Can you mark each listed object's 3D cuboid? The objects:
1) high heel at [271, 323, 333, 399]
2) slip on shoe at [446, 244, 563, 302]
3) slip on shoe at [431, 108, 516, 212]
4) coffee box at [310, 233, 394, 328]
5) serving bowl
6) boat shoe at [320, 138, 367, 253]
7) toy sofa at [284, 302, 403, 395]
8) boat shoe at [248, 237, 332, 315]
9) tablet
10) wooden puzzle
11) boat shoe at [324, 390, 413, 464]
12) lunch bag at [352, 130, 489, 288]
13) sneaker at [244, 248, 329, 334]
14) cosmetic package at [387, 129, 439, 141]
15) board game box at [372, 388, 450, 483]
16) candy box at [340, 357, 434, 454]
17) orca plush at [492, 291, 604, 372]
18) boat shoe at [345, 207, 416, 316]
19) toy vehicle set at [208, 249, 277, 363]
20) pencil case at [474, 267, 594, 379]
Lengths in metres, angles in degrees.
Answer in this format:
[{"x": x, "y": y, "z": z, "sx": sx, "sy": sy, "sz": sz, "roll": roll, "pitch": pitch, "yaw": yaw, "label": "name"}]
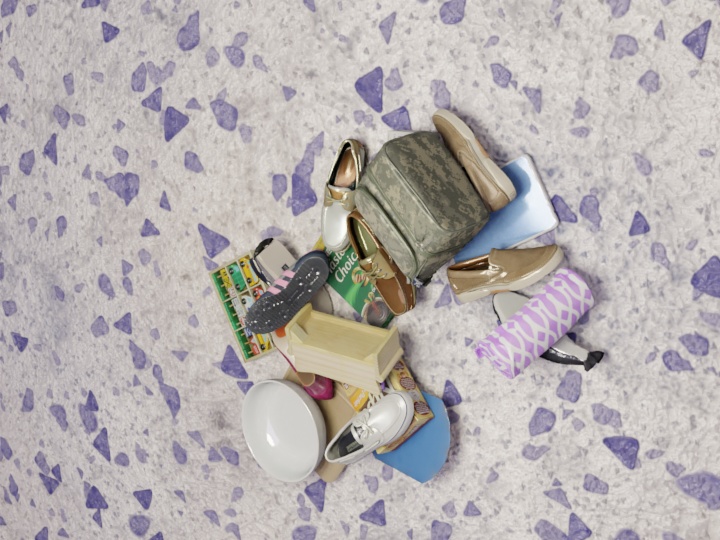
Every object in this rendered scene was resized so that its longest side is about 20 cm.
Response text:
[{"x": -0.112, "y": 0.159, "z": 1.558, "sx": 0.067, "sy": 0.096, "sz": 0.201, "roll": -29, "pitch": 55, "yaw": 8, "label": "high heel"}, {"x": 0.231, "y": -0.008, "z": 1.332, "sx": 0.199, "sy": 0.076, "sz": 0.061, "roll": -20, "pitch": 112, "yaw": 38, "label": "slip on shoe"}, {"x": 0.171, "y": -0.178, "z": 1.332, "sx": 0.060, "sy": 0.076, "sz": 0.201, "roll": -36, "pitch": 76, "yaw": -2, "label": "slip on shoe"}, {"x": 0.000, "y": 0.000, "z": 1.495, "sx": 0.200, "sy": 0.044, "sz": 0.123, "roll": 45, "pitch": 117, "yaw": 16, "label": "coffee box"}, {"x": -0.137, "y": 0.299, "z": 1.567, "sx": 0.198, "sy": 0.065, "sz": 0.203, "roll": 10, "pitch": 107, "yaw": 37, "label": "serving bowl"}, {"x": -0.036, "y": -0.134, "z": 1.444, "sx": 0.074, "sy": 0.068, "sz": 0.203, "roll": 7, "pitch": 87, "yaw": 14, "label": "boat shoe"}, {"x": -0.029, "y": 0.136, "z": 1.441, "sx": 0.198, "sy": 0.083, "sz": 0.099, "roll": 12, "pitch": 130, "yaw": 27, "label": "toy sofa"}, {"x": -0.135, "y": 0.027, "z": 1.574, "sx": 0.201, "sy": 0.074, "sz": 0.093, "roll": 54, "pitch": 157, "yaw": -7, "label": "boat shoe"}, {"x": 0.221, "y": -0.094, "z": 1.368, "sx": 0.199, "sy": 0.014, "sz": 0.131, "roll": -26, "pitch": 86, "yaw": 32, "label": "tablet"}, {"x": -0.082, "y": 0.283, "z": 1.596, "sx": 0.199, "sy": 0.037, "sz": 0.186, "roll": 39, "pitch": 116, "yaw": 22, "label": "wooden puzzle"}, {"x": 0.013, "y": 0.281, "z": 1.419, "sx": 0.200, "sy": 0.065, "sz": 0.074, "roll": -49, "pitch": 60, "yaw": 28, "label": "boat shoe"}, {"x": 0.086, "y": -0.093, "z": 1.309, "sx": 0.201, "sy": 0.139, "sz": 0.168, "roll": 54, "pitch": 139, "yaw": 13, "label": "lunch bag"}, {"x": -0.130, "y": 0.038, "z": 1.493, "sx": 0.199, "sy": 0.082, "sz": 0.070, "roll": -39, "pitch": 106, "yaw": 16, "label": "sneaker"}, {"x": 0.086, "y": -0.138, "z": 1.408, "sx": 0.082, "sy": 0.050, "sz": 0.203, "roll": 10, "pitch": 105, "yaw": 38, "label": "cosmetic package"}, {"x": 0.094, "y": 0.289, "z": 1.494, "sx": 0.199, "sy": 0.039, "sz": 0.160, "roll": 18, "pitch": 102, "yaw": 42, "label": "board game box"}, {"x": 0.036, "y": 0.213, "z": 1.482, "sx": 0.115, "sy": 0.055, "sz": 0.201, "roll": -45, "pitch": 60, "yaw": 30, "label": "candy box"}, {"x": 0.303, "y": 0.106, "z": 1.345, "sx": 0.198, "sy": 0.071, "sz": 0.106, "roll": 21, "pitch": 65, "yaw": 21, "label": "orca plush"}, {"x": 0.027, "y": -0.015, "z": 1.404, "sx": 0.075, "sy": 0.073, "sz": 0.202, "roll": -29, "pitch": 84, "yaw": 39, "label": "boat shoe"}, {"x": -0.221, "y": 0.073, "z": 1.647, "sx": 0.123, "sy": 0.026, "sz": 0.202, "roll": -26, "pitch": 86, "yaw": 31, "label": "toy vehicle set"}, {"x": 0.274, "y": 0.079, "z": 1.275, "sx": 0.085, "sy": 0.199, "sz": 0.084, "roll": 35, "pitch": 161, "yaw": 53, "label": "pencil case"}]
